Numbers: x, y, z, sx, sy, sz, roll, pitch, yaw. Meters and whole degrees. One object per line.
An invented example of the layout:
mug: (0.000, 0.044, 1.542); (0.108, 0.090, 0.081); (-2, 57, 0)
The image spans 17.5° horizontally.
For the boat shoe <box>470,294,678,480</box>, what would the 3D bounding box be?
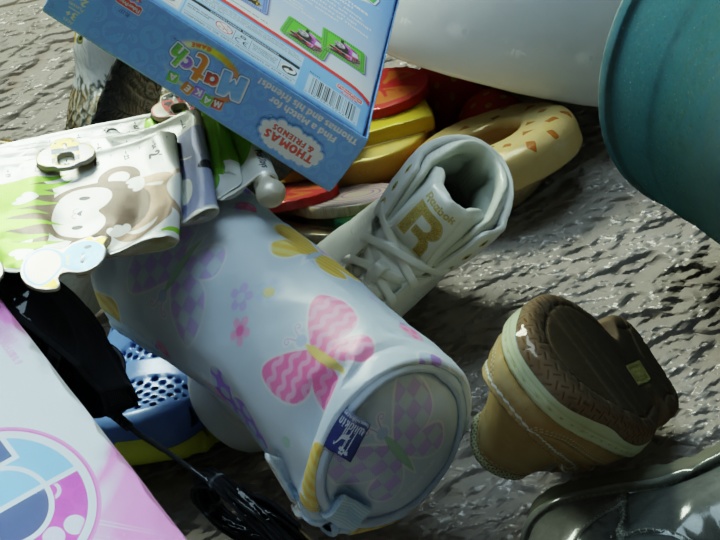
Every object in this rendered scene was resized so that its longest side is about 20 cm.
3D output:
boat shoe: (0.080, 0.061, 0.976); (0.076, 0.072, 0.200); (-34, -16, 13)

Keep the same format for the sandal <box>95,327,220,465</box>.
sandal: (-0.101, 0.025, 1.167); (0.079, 0.088, 0.200); (-7, 29, 7)

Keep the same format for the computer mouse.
computer mouse: (-0.089, 0.061, 1.017); (0.034, 0.200, 0.059); (-49, 0, -23)

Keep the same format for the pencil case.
pencil case: (-0.039, 0.031, 1.027); (0.083, 0.091, 0.200); (14, 20, -46)

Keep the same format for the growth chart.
growth chart: (-0.130, -0.035, 1.030); (0.199, 0.018, 0.145); (-14, 33, -13)

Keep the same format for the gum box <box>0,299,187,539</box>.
gum box: (-0.149, 0.109, 0.944); (0.113, 0.066, 0.200); (-29, 60, -23)

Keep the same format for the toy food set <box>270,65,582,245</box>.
toy food set: (0.020, -0.068, 1.330); (0.197, 0.049, 0.200); (-15, 27, -4)

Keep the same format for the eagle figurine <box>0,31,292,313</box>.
eagle figurine: (-0.118, -0.079, 1.241); (0.199, 0.151, 0.152); (-20, 27, 38)

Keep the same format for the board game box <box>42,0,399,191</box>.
board game box: (-0.058, -0.127, 1.102); (0.151, 0.037, 0.200); (32, 25, -9)

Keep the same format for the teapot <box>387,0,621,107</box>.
teapot: (0.093, -0.185, 1.349); (0.199, 0.147, 0.197); (5, 14, -29)

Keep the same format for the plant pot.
plant pot: (0.243, -0.068, 1.085); (0.199, 0.201, 0.188); (-23, 43, -19)

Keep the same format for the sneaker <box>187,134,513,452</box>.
sneaker: (0.000, 0.000, 1.126); (0.116, 0.074, 0.200); (-47, -1, 43)

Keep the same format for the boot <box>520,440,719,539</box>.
boot: (0.125, 0.138, 0.860); (0.181, 0.073, 0.200); (-20, 17, 18)
